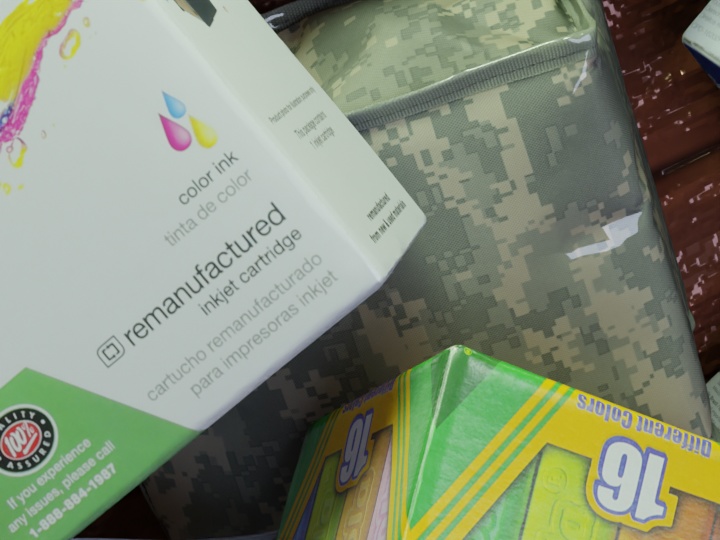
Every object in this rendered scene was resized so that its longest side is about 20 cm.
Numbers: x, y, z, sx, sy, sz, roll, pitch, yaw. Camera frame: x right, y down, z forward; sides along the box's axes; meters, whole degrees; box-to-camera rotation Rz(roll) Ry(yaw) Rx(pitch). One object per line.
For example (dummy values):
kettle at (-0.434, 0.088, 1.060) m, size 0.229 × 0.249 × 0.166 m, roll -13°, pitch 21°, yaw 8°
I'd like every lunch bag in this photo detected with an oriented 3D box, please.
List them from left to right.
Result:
lunch bag at (0.000, 0.000, 0.874) m, size 0.199 × 0.118 × 0.165 m, roll -17°, pitch 118°, yaw 8°

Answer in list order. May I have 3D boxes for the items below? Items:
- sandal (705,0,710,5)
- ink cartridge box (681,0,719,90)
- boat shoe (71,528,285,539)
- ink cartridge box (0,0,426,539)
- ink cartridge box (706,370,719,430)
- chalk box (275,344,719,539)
sandal at (0.187, -0.166, 0.947) m, size 0.079 × 0.057 × 0.202 m, roll 17°, pitch 94°, yaw -30°
ink cartridge box at (0.224, -0.101, 0.960) m, size 0.200 × 0.041 × 0.200 m, roll -48°, pitch 140°, yaw -2°
boat shoe at (-0.035, 0.115, 0.848) m, size 0.199 × 0.065 × 0.074 m, roll 11°, pitch 73°, yaw -22°
ink cartridge box at (-0.102, -0.039, 0.767) m, size 0.145 × 0.084 × 0.200 m, roll -39°, pitch 93°, yaw 15°
ink cartridge box at (0.169, 0.091, 0.956) m, size 0.200 × 0.137 × 0.076 m, roll -46°, pitch 122°, yaw 8°
chalk box at (0.034, 0.143, 0.763) m, size 0.124 × 0.124 × 0.201 m, roll 19°, pitch 70°, yaw -16°
